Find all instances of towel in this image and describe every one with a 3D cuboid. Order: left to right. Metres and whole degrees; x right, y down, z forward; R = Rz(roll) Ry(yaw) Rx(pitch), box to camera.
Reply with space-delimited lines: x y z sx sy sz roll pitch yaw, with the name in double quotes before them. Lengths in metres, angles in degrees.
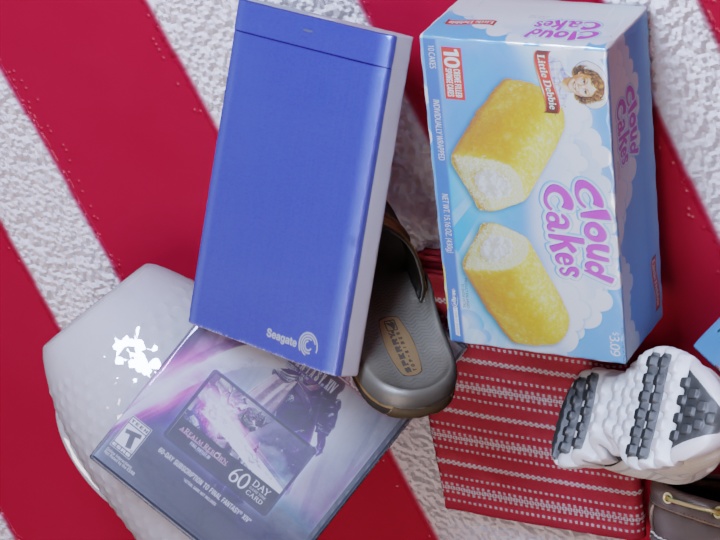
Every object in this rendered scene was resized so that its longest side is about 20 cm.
"towel" 0.106 0.079 1.719 0.144 0.022 0.200 8 127 25

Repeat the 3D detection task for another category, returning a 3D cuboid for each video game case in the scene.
"video game case" -0.050 0.082 1.692 0.143 0.019 0.200 38 90 0

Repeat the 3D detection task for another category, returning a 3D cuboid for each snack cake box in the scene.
"snack cake box" 0.107 -0.053 1.575 0.115 0.067 0.200 7 120 26

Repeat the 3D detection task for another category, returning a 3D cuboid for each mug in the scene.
"mug" -0.132 0.100 1.792 0.175 0.148 0.200 52 141 -4

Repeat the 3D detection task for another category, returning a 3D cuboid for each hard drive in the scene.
"hard drive" -0.038 -0.051 1.614 0.132 0.025 0.200 18 103 43

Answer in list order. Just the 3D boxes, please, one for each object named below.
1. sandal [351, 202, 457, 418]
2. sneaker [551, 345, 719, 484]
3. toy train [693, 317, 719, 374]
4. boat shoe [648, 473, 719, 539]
"sandal" 0.000 0.000 1.633 0.055 0.082 0.200 95 156 -52
"sneaker" 0.183 0.091 1.592 0.081 0.075 0.200 20 171 -14
"toy train" 0.283 0.087 1.555 0.200 0.114 0.087 43 95 -16
"boat shoe" 0.271 0.153 1.648 0.200 0.072 0.060 0 108 23
